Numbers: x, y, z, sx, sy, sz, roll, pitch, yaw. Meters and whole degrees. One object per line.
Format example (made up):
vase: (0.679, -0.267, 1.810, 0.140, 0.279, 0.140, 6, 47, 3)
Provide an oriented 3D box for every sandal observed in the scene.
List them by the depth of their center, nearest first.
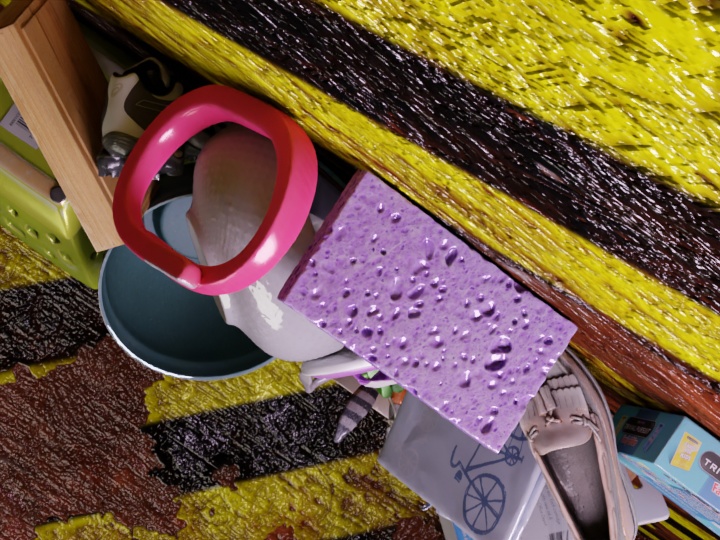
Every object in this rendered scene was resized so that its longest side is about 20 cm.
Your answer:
sandal: (0.049, 0.075, 1.190, 0.201, 0.050, 0.082, -12, -177, -24)

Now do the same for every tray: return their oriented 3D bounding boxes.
tray: (-0.233, -0.127, 1.171, 0.099, 0.037, 0.201, -74, -35, -56)

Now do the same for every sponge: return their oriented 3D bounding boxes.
sponge: (0.049, 0.030, 1.030, 0.199, 0.112, 0.030, 36, 177, -13)

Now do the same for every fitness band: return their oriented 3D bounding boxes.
fitness band: (-0.108, -0.060, 1.039, 0.037, 0.144, 0.199, 36, 176, -41)

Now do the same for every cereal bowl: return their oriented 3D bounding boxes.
cereal bowl: (-0.086, -0.017, 1.137, 0.200, 0.083, 0.202, 159, 90, -80)

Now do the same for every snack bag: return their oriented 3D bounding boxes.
snack bag: (0.104, 0.136, 1.288, 0.021, 0.190, 0.199, 17, -172, -40)

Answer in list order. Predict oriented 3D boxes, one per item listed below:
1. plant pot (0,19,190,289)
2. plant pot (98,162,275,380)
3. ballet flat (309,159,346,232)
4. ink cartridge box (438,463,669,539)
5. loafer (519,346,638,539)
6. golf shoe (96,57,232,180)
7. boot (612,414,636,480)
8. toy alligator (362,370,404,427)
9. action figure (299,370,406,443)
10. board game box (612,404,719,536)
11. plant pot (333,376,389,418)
plant pot: (-0.282, -0.129, 1.359, 0.198, 0.201, 0.182, 35, 170, 7)
plant pot: (-0.144, -0.019, 1.328, 0.200, 0.200, 0.135, 37, -160, -28)
ballet flat: (0.003, -0.020, 1.139, 0.199, 0.073, 0.073, 36, 175, -8)
ink cartridge box: (0.176, 0.220, 1.342, 0.067, 0.198, 0.117, 90, 167, -54)
loafer: (0.175, 0.149, 1.170, 0.202, 0.071, 0.063, 66, -157, -8)
golf shoe: (-0.155, -0.133, 1.201, 0.077, 0.096, 0.200, 0, -170, 15)
boot: (0.192, 0.137, 1.464, 0.200, 0.070, 0.146, 40, 180, -40)
toy alligator: (0.016, 0.079, 1.371, 0.054, 0.202, 0.059, -5, -160, -17)
action figure: (0.003, 0.080, 1.518, 0.198, 0.194, 0.105, 21, 132, 16)
board game box: (0.290, 0.177, 1.191, 0.150, 0.047, 0.200, 36, 175, -2)
plant pot: (0.043, 0.099, 1.658, 0.199, 0.135, 0.200, 35, 175, 3)
